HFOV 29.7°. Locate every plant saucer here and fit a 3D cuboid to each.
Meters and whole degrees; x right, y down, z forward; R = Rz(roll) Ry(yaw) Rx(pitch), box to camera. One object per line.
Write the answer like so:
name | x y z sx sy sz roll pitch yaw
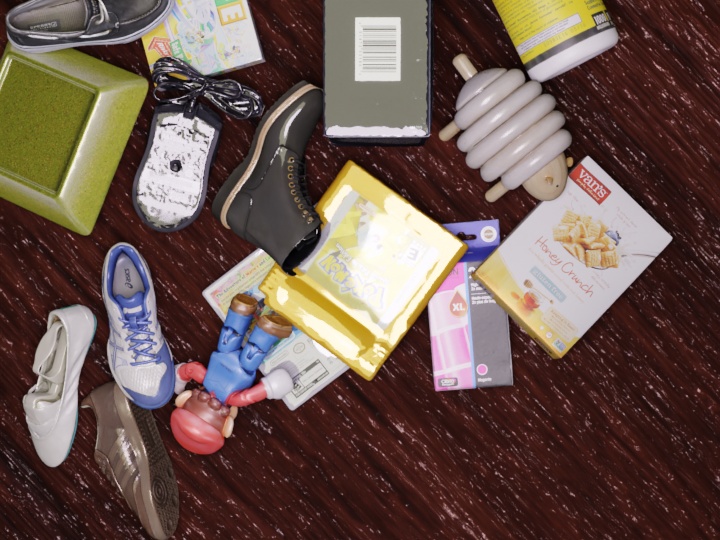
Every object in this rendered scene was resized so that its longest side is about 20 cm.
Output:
plant saucer | -0.375 -0.170 1.603 0.200 0.048 0.200 24 93 18

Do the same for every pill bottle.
pill bottle | 0.207 -0.328 1.564 0.112 0.112 0.200 -26 92 4

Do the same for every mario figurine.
mario figurine | -0.157 0.129 1.621 0.106 0.123 0.200 21 105 -37

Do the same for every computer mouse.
computer mouse | -0.208 -0.142 1.618 0.138 0.053 0.200 20 97 -7

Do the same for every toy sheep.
toy sheep | 0.167 -0.163 1.562 0.138 0.138 0.200 -41 93 4

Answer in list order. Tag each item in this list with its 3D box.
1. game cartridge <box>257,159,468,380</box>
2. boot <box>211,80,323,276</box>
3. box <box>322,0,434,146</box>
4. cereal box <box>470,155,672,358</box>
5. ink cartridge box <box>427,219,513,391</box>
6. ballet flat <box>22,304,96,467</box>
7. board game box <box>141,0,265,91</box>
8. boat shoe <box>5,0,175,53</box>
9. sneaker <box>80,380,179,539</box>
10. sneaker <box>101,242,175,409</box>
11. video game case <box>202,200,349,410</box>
game cartridge | 0.000 0.000 1.601 0.176 0.032 0.200 36 94 4
boot | -0.070 -0.105 1.580 0.138 0.077 0.200 41 108 31
box | 0.021 -0.244 1.533 0.123 0.198 0.200 0 93 0
cereal box | 0.248 -0.016 1.594 0.144 0.040 0.200 44 82 0
ink cartridge box | 0.128 0.042 1.624 0.095 0.037 0.200 -5 90 3
ballet flat | -0.372 0.136 1.631 0.069 0.069 0.200 13 92 2
board game box | -0.205 -0.329 1.622 0.134 0.034 0.200 -16 92 3
boat shoe | -0.312 -0.295 1.570 0.200 0.071 0.072 -18 89 -5
sneaker | -0.279 0.233 1.644 0.075 0.070 0.200 -17 86 20
sneaker | -0.269 0.064 1.592 0.075 0.088 0.200 -15 77 -9
video game case | -0.059 0.038 1.638 0.200 0.024 0.182 -37 90 4
